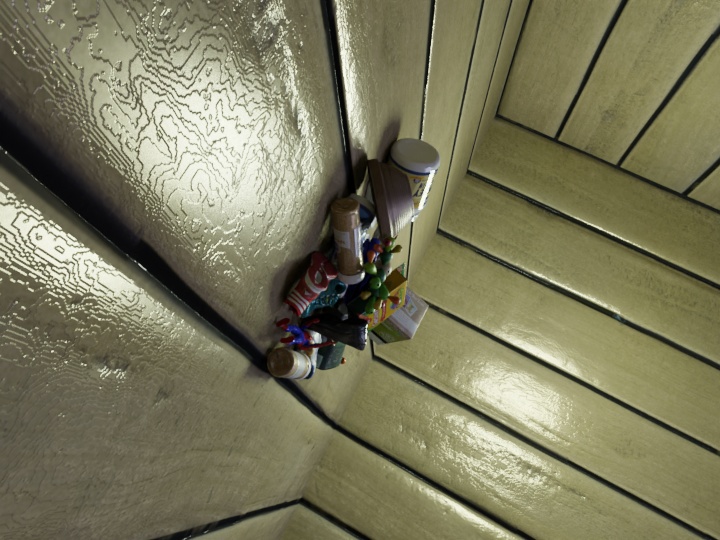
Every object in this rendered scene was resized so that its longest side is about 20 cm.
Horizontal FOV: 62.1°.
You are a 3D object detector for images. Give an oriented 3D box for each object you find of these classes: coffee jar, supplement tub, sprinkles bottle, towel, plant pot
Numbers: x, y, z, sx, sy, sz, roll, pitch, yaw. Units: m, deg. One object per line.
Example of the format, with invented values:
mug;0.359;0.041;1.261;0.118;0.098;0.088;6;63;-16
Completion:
coffee jar;-0.078;0.174;1.682;0.103;0.085;0.203;-6;123;-49
supplement tub;0.132;-0.251;1.680;0.145;0.143;0.202;-52;164;-47
sprinkles bottle;-0.028;-0.067;1.390;0.068;0.067;0.203;-52;147;-46
towel;0.000;0.000;1.608;0.200;0.049;0.149;-72;-172;-69
sprinkles bottle;-0.172;0.230;1.468;0.069;0.067;0.200;-62;169;-8
plant pot;0.077;-0.174;1.454;0.201;0.091;0.205;169;-90;-89

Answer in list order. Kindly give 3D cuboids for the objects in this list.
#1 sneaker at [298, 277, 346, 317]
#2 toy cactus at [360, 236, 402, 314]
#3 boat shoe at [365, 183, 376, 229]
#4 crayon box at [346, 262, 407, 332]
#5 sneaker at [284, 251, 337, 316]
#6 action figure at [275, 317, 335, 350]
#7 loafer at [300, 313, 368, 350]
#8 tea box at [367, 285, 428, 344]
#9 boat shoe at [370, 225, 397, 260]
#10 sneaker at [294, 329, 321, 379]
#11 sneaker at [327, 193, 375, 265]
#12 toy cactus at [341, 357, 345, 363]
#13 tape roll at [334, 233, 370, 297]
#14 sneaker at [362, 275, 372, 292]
sneaker;-0.094;0.059;1.465;0.200;0.079;0.078;-45;159;-59
toy cactus;0.058;0.004;1.451;0.165;0.100;0.204;-60;157;-70
boat shoe;0.049;-0.182;1.637;0.072;0.068;0.202;-53;164;-46
crayon box;0.055;0.079;1.570;0.199;0.051;0.128;-37;153;-20
sneaker;-0.122;0.031;1.364;0.115;0.078;0.200;-43;-178;15
action figure;-0.124;0.148;1.419;0.200;0.097;0.066;58;16;-75
loafer;-0.070;0.154;1.496;0.072;0.197;0.074;-18;110;-51
tea box;0.065;0.111;1.850;0.196;0.199;0.135;-23;-149;57
boat shoe;0.048;-0.041;1.750;0.203;0.071;0.076;-64;169;-2
sneaker;-0.137;0.215;1.631;0.088;0.074;0.202;-54;166;-44
sneaker;-0.027;-0.084;1.459;0.200;0.079;0.148;100;14;-72
toy cactus;-0.075;0.196;1.841;0.166;0.100;0.203;-65;167;-59
tape roll;-0.032;-0.020;1.701;0.205;0.037;0.203;-62;169;-21
sneaker;0.046;0.043;1.663;0.091;0.066;0.200;-54;168;7
